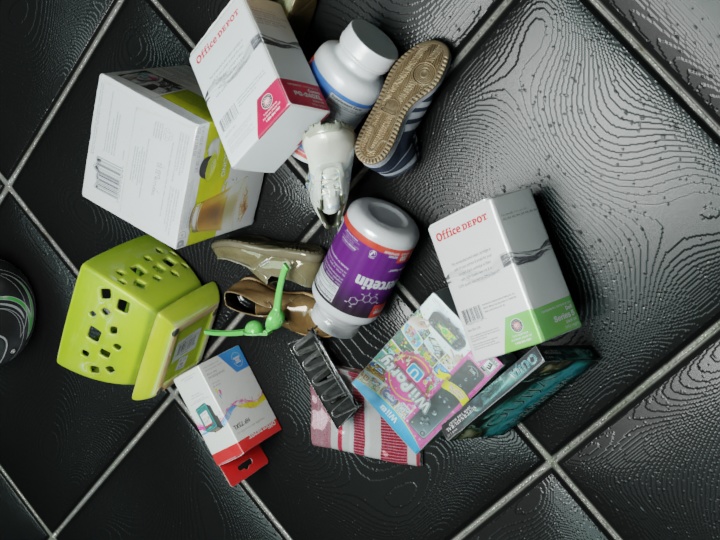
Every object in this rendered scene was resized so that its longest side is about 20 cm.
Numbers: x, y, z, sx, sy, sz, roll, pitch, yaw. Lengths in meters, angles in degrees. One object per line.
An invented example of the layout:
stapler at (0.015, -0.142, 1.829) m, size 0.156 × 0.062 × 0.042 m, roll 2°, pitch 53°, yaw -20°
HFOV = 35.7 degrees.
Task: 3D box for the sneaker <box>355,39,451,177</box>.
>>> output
sneaker at (0.069, -0.222, 1.577) m, size 0.070 × 0.108 × 0.201 m, roll 32°, pitch 88°, yaw 23°

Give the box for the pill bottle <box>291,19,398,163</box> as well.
pill bottle at (-0.036, -0.256, 1.596) m, size 0.112 × 0.112 × 0.200 m, roll 48°, pitch 121°, yaw 11°

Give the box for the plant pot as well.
plant pot at (-0.353, 0.084, 1.839) m, size 0.181 × 0.200 × 0.200 m, roll 29°, pitch 116°, yaw 15°

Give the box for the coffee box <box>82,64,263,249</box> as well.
coffee box at (-0.274, -0.180, 1.708) m, size 0.199 × 0.197 × 0.201 m, roll 28°, pitch 117°, yaw 25°

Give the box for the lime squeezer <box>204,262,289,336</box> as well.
lime squeezer at (-0.162, 0.073, 1.725) m, size 0.071 × 0.038 × 0.200 m, roll 45°, pitch 121°, yaw -11°

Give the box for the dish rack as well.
dish rack at (-0.051, 0.156, 1.660) m, size 0.054 × 0.200 × 0.154 m, roll -32°, pitch 84°, yaw -5°

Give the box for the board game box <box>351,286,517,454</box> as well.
board game box at (0.106, 0.147, 1.639) m, size 0.148 × 0.064 × 0.200 m, roll 46°, pitch 115°, yaw 13°

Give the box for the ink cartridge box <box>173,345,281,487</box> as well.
ink cartridge box at (-0.208, 0.238, 1.837) m, size 0.067 × 0.116 × 0.201 m, roll -29°, pitch 88°, yaw 33°

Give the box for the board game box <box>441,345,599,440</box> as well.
board game box at (0.219, 0.170, 1.548) m, size 0.200 × 0.135 × 0.028 m, roll -46°, pitch 58°, yaw 32°

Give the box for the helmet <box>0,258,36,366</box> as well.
helmet at (-0.687, 0.074, 2.038) m, size 0.199 × 0.191 × 0.201 m, roll -18°, pitch 56°, yaw 28°

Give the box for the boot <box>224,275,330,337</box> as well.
boot at (-0.126, 0.066, 1.764) m, size 0.199 × 0.075 × 0.074 m, roll 17°, pitch 110°, yaw 25°

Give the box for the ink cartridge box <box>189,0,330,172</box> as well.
ink cartridge box at (-0.145, -0.261, 1.566) m, size 0.145 × 0.083 × 0.201 m, roll -42°, pitch 61°, yaw 36°

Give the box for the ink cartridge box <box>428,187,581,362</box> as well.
ink cartridge box at (0.192, 0.007, 1.512) m, size 0.145 × 0.084 × 0.201 m, roll -25°, pitch 83°, yaw 54°

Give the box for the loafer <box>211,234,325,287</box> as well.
loafer at (-0.149, -0.014, 1.754) m, size 0.199 × 0.076 × 0.068 m, roll 9°, pitch 102°, yaw 29°

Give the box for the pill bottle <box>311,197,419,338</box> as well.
pill bottle at (0.000, 0.000, 1.646) m, size 0.112 × 0.112 × 0.201 m, roll 36°, pitch 120°, yaw 18°

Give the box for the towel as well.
towel at (0.006, 0.227, 1.761) m, size 0.199 × 0.023 × 0.145 m, roll 7°, pitch 108°, yaw 29°

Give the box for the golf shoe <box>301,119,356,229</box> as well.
golf shoe at (-0.038, -0.131, 1.560) m, size 0.078 × 0.200 × 0.098 m, roll -8°, pitch 65°, yaw -3°

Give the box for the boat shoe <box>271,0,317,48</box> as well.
boat shoe at (-0.125, -0.344, 1.657) m, size 0.065 × 0.073 × 0.201 m, roll 43°, pitch 118°, yaw 27°
